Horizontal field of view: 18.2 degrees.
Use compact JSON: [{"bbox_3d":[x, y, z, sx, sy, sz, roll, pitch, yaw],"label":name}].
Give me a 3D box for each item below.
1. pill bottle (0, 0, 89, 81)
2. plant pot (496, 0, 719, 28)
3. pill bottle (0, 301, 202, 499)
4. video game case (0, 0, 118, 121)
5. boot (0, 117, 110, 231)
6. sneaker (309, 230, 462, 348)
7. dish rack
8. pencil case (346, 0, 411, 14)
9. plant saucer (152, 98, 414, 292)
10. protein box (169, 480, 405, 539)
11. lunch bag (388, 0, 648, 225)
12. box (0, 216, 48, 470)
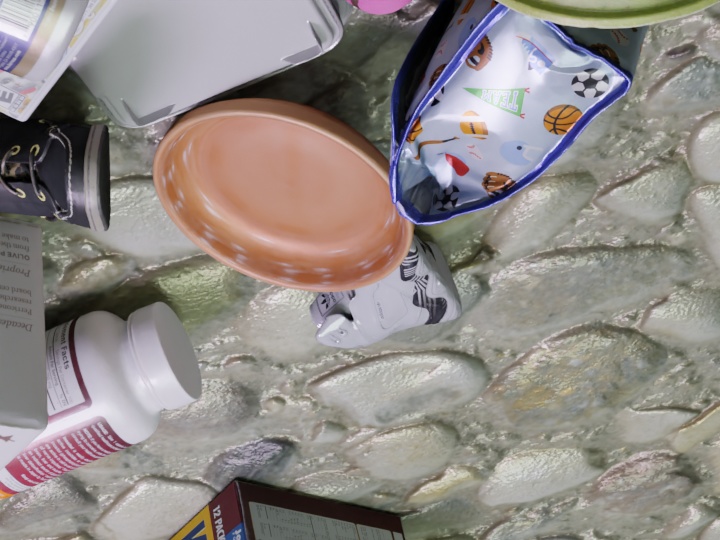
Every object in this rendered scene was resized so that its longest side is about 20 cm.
[{"bbox_3d":[-0.265,-0.199,1.353,0.200,0.111,0.111,21,133,-19],"label":"pill bottle"},{"bbox_3d":[0.154,-0.283,1.388,0.200,0.201,0.185,-11,132,-4],"label":"plant pot"},{"bbox_3d":[-0.234,0.102,1.808,0.200,0.113,0.113,-22,143,11],"label":"pill bottle"},{"bbox_3d":[-0.247,-0.200,1.444,0.182,0.023,0.200,26,130,-23],"label":"video game case"},{"bbox_3d":[-0.251,-0.067,1.541,0.153,0.204,0.074,0,98,-12],"label":"boot"},{"bbox_3d":[0.000,0.000,1.783,0.115,0.075,0.200,-24,146,9],"label":"sneaker"},{"bbox_3d":[-0.115,-0.171,1.546,0.200,0.044,0.172,-21,144,10],"label":"dish rack"},{"bbox_3d":[-0.039,-0.246,1.437,0.200,0.091,0.094,26,97,-41],"label":"pencil case"},{"bbox_3d":[-0.054,-0.060,1.657,0.200,0.038,0.200,12,143,10],"label":"plant saucer"},{"bbox_3d":[-0.083,0.322,2.132,0.200,0.135,0.199,17,134,-36],"label":"protein box"},{"bbox_3d":[0.099,-0.139,1.538,0.124,0.170,0.200,35,130,-7],"label":"lunch bag"},{"bbox_3d":[-0.356,0.066,1.642,0.200,0.172,0.199,10,150,-30],"label":"box"}]
